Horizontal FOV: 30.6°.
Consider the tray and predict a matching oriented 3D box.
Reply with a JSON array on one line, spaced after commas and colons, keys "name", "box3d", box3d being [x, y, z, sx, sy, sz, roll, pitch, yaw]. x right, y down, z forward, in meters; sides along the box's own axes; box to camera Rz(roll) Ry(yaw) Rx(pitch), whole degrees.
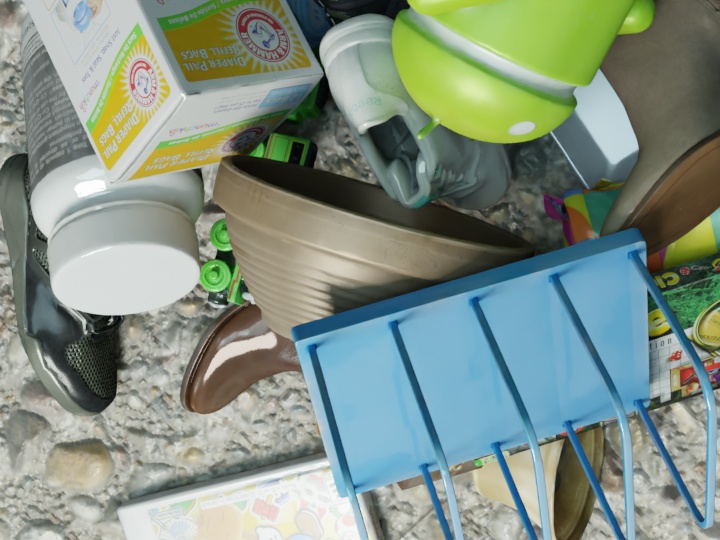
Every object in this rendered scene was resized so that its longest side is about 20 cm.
[{"name": "tray", "box3d": [0.210, -0.138, 0.850, 0.200, 0.022, 0.108, -34, 91, 19]}]

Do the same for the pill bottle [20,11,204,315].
[{"name": "pill bottle", "box3d": [-0.164, -0.080, 0.875, 0.113, 0.114, 0.201, -20, 62, 18]}]

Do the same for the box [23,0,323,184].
[{"name": "box", "box3d": [-0.128, -0.168, 0.805, 0.101, 0.112, 0.201, -40, 72, 45]}]

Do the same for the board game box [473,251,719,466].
[{"name": "board game box", "box3d": [0.155, 0.053, 0.808, 0.199, 0.024, 0.105, -18, 130, -3]}]

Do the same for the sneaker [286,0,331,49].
[{"name": "sneaker", "box3d": [-0.085, -0.219, 0.897, 0.201, 0.090, 0.078, 59, 138, 15]}]

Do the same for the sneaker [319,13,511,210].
[{"name": "sneaker", "box3d": [0.038, -0.070, 0.822, 0.075, 0.200, 0.089, -24, 56, 22]}]

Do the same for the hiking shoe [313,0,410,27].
[{"name": "hiking shoe", "box3d": [0.009, -0.177, 0.837, 0.101, 0.076, 0.200, 38, 152, 16]}]

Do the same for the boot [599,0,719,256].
[{"name": "boot", "box3d": [0.179, -0.112, 0.786, 0.200, 0.070, 0.146, -40, 58, -5]}]

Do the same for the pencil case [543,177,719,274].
[{"name": "pencil case", "box3d": [0.218, -0.038, 0.824, 0.199, 0.088, 0.089, -14, 97, 9]}]

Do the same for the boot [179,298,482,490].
[{"name": "boot", "box3d": [-0.016, 0.091, 0.901, 0.187, 0.064, 0.200, -50, 64, 16]}]

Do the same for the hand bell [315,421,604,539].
[{"name": "hand bell", "box3d": [0.059, 0.125, 0.924, 0.199, 0.104, 0.105, 7, 103, 28]}]

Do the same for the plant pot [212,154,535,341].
[{"name": "plant pot", "box3d": [0.000, 0.000, 0.811, 0.200, 0.201, 0.093, 17, 99, 12]}]

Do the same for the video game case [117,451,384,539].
[{"name": "video game case", "box3d": [-0.069, 0.242, 1.001, 0.199, 0.023, 0.183, -16, 96, 18]}]

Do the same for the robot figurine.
[{"name": "robot figurine", "box3d": [0.091, -0.159, 0.720, 0.115, 0.175, 0.201, 35, 110, 23]}]

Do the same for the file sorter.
[{"name": "file sorter", "box3d": [0.082, 0.091, 0.721, 0.199, 0.123, 0.139, -16, 133, -4]}]

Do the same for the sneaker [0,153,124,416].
[{"name": "sneaker", "box3d": [-0.192, 0.007, 0.962, 0.114, 0.076, 0.201, -7, 93, 23]}]

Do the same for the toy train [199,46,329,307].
[{"name": "toy train", "box3d": [-0.061, -0.069, 0.907, 0.056, 0.042, 0.201, 13, 87, 8]}]
